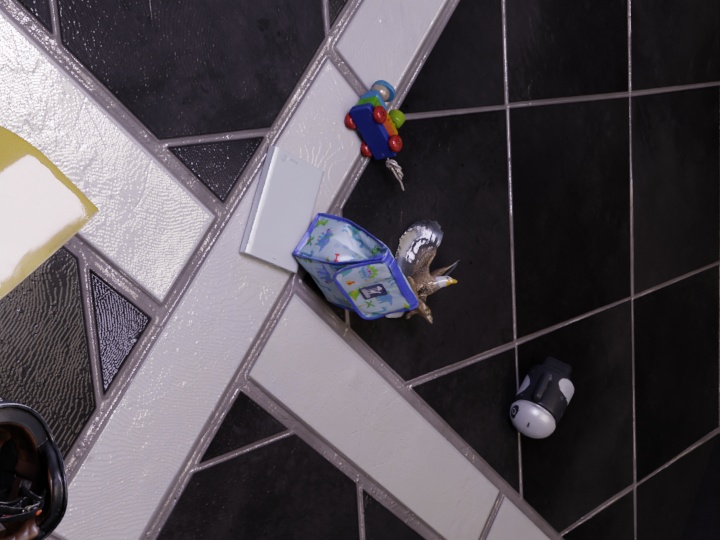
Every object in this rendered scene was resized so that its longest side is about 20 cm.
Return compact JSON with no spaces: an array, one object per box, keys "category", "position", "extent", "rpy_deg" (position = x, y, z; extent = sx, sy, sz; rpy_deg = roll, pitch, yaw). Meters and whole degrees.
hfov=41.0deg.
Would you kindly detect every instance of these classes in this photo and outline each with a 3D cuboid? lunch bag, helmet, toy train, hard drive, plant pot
[{"category":"lunch bag","position":[0.000,0.000,1.796],"extent":[0.128,0.198,0.170],"rpy_deg":[-61,143,-22]},{"category":"helmet","position":[-0.513,0.284,1.338],"extent":[0.199,0.191,0.201],"rpy_deg":[-26,148,-18]},{"category":"toy train","position":[0.058,-0.273,1.931],"extent":[0.201,0.084,0.116],"rpy_deg":[58,44,-33]},{"category":"hard drive","position":[-0.143,-0.111,1.778],"extent":[0.131,0.026,0.202],"rpy_deg":[23,79,-44]},{"category":"plant pot","position":[-0.515,-0.092,1.298],"extent":[0.196,0.193,0.201],"rpy_deg":[-47,116,-30]}]

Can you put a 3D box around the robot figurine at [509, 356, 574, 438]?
[{"category":"robot figurine","position":[0.443,0.312,2.355],"extent":[0.150,0.124,0.201],"rpy_deg":[46,63,-26]}]

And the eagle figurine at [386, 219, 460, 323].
[{"category":"eagle figurine","position":[0.134,0.015,2.025],"extent":[0.201,0.149,0.153],"rpy_deg":[-77,-172,-48]}]
